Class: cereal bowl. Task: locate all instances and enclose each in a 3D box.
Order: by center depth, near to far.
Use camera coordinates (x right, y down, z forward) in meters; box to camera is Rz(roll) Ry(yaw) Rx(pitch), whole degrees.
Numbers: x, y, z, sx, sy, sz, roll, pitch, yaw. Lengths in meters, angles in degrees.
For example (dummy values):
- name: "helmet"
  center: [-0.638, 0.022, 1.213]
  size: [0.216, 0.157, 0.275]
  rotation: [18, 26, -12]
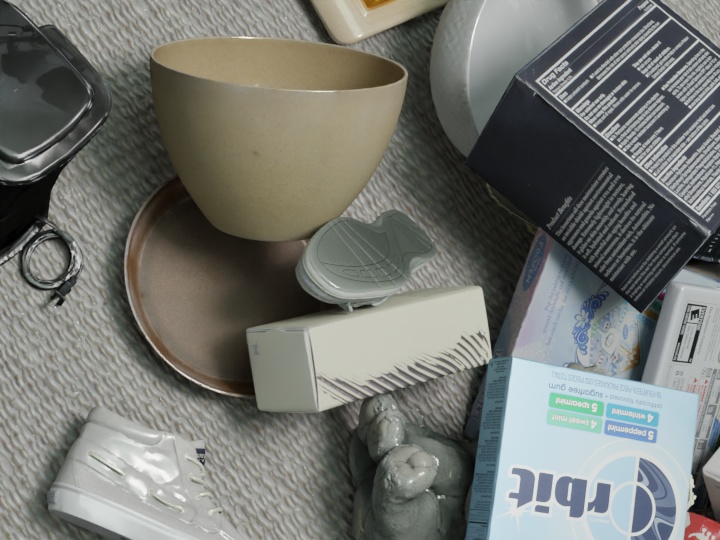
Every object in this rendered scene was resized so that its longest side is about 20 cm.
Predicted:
- name: "cereal bowl"
  center: [0.130, -0.186, 1.431]
  size: [0.200, 0.083, 0.200]
  rotation: [-13, 108, -44]

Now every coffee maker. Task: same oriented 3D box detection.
- name: "coffee maker"
  center: [-0.257, -0.088, 1.160]
  size: [0.192, 0.200, 0.135]
  rotation: [26, 64, -16]

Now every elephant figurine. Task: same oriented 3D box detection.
- name: "elephant figurine"
  center: [0.098, 0.167, 1.284]
  size: [0.200, 0.155, 0.142]
  rotation: [3, 50, -16]

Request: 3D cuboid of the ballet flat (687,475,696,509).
- name: "ballet flat"
  center: [0.188, 0.222, 1.313]
  size: [0.200, 0.064, 0.076]
  rotation: [-28, 86, 1]

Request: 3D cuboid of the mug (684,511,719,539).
- name: "mug"
  center: [0.234, 0.297, 1.320]
  size: [0.177, 0.133, 0.200]
  rotation: [41, 57, -11]

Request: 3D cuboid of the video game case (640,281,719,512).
- name: "video game case"
  center: [0.314, 0.115, 1.386]
  size: [0.182, 0.022, 0.200]
  rotation: [8, 101, -33]

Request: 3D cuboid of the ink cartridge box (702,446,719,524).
- name: "ink cartridge box"
  center: [0.387, 0.203, 1.387]
  size: [0.148, 0.086, 0.200]
  rotation: [-46, 132, -25]

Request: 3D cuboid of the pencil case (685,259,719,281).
- name: "pencil case"
  center: [0.324, 0.008, 1.488]
  size: [0.200, 0.089, 0.078]
  rotation: [-18, 114, -29]

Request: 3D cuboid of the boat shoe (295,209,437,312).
- name: "boat shoe"
  center: [-0.001, -0.001, 1.271]
  size: [0.074, 0.065, 0.202]
  rotation: [46, 22, 6]

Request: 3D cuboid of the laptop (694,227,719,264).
- name: "laptop"
  center: [0.324, -0.087, 1.464]
  size: [0.177, 0.200, 0.103]
  rotation: [-39, 136, -55]

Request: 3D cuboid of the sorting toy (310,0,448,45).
- name: "sorting toy"
  center: [0.018, -0.319, 1.449]
  size: [0.200, 0.036, 0.185]
  rotation: [-28, 88, -30]

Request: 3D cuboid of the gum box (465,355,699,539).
- name: "gum box"
  center: [0.171, 0.180, 1.229]
  size: [0.170, 0.045, 0.200]
  rotation: [12, 80, -19]

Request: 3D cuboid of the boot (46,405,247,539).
- name: "boot"
  center: [-0.131, 0.175, 1.208]
  size: [0.200, 0.074, 0.096]
  rotation: [27, 70, -15]

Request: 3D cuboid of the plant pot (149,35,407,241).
- name: "plant pot"
  center: [-0.068, -0.100, 1.249]
  size: [0.200, 0.200, 0.135]
  rotation: [-6, 111, -28]

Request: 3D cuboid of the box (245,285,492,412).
- name: "box"
  center: [0.010, 0.061, 1.281]
  size: [0.200, 0.082, 0.068]
  rotation: [-12, 96, -41]

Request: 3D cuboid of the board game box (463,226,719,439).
- name: "board game box"
  center: [0.214, 0.080, 1.380]
  size: [0.199, 0.043, 0.200]
  rotation: [18, 95, -21]

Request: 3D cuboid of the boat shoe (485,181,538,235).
- name: "boat shoe"
  center: [0.183, -0.051, 1.420]
  size: [0.202, 0.060, 0.072]
  rotation: [16, 55, -38]

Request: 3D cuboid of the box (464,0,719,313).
- name: "box"
  center: [0.230, -0.108, 1.323]
  size: [0.198, 0.123, 0.200]
  rotation: [42, 50, 9]

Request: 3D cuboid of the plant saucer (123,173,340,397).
- name: "plant saucer"
  center: [-0.102, 0.009, 1.303]
  size: [0.200, 0.032, 0.200]
  rotation: [8, 71, -24]
